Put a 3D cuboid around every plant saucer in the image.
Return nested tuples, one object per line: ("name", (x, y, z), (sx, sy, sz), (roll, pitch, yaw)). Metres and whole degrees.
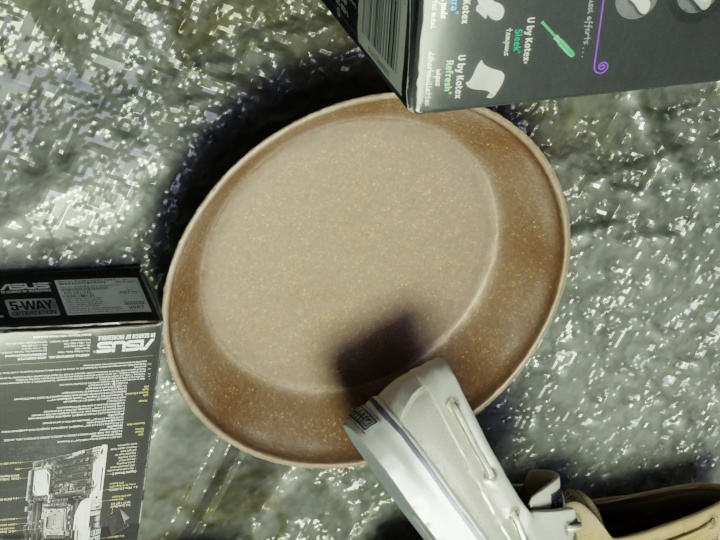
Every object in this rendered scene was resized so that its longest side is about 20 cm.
("plant saucer", (0.000, 0.000, 1.079), (0.199, 0.037, 0.202), (-10, 124, -15))

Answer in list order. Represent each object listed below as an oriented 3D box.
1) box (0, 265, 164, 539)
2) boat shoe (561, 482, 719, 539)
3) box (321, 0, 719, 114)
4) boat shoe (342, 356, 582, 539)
("box", (-0.194, 0.081, 1.042), (0.199, 0.050, 0.159), (-3, 122, -20))
("boat shoe", (0.101, 0.141, 1.195), (0.199, 0.071, 0.065), (-3, 110, -23))
("box", (0.095, -0.145, 0.970), (0.199, 0.122, 0.107), (-7, 123, -18))
("boat shoe", (0.074, 0.126, 1.110), (0.070, 0.071, 0.200), (-39, 106, -8))
